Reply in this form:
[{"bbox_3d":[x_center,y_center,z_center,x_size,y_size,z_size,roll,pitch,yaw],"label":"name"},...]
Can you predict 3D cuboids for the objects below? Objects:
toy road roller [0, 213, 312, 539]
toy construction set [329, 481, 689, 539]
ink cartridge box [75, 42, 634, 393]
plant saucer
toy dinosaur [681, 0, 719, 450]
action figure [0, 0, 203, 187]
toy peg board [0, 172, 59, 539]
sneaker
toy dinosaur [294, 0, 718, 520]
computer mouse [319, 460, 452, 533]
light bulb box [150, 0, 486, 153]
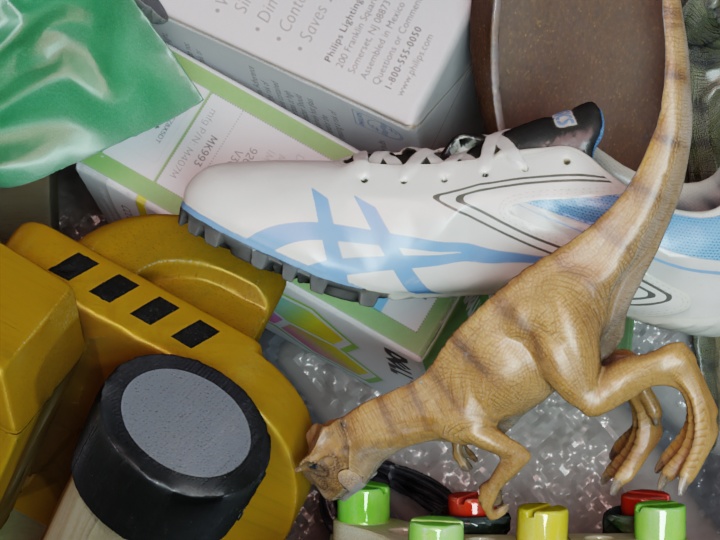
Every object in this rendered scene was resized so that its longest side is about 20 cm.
[{"bbox_3d":[-0.109,0.035,0.797,0.199,0.123,0.146,29,38,0],"label":"toy road roller"},{"bbox_3d":[0.067,0.117,0.792,0.199,0.131,0.093,15,93,-5],"label":"toy construction set"},{"bbox_3d":[0.000,0.000,0.885,0.199,0.104,0.060,29,79,12],"label":"ink cartridge box"},{"bbox_3d":[0.104,-0.100,0.875,0.034,0.200,0.201,18,74,43],"label":"plant saucer"},{"bbox_3d":[0.148,-0.038,0.888,0.088,0.201,0.047,-25,33,-35],"label":"toy dinosaur"},{"bbox_3d":[-0.164,-0.054,0.847,0.199,0.055,0.119,-34,84,11],"label":"action figure"},{"bbox_3d":[-0.218,0.027,0.902,0.198,0.098,0.201,-5,74,4],"label":"toy peg board"},{"bbox_3d":[0.040,-0.023,0.791,0.198,0.072,0.073,5,100,-1],"label":"sneaker"},{"bbox_3d":[0.065,0.015,0.732,0.106,0.060,0.200,41,101,-13],"label":"toy dinosaur"},{"bbox_3d":[0.057,0.144,0.882,0.059,0.034,0.200,-44,69,10],"label":"computer mouse"},{"bbox_3d":[-0.019,-0.158,0.920,0.199,0.125,0.199,25,79,13],"label":"light bulb box"}]
